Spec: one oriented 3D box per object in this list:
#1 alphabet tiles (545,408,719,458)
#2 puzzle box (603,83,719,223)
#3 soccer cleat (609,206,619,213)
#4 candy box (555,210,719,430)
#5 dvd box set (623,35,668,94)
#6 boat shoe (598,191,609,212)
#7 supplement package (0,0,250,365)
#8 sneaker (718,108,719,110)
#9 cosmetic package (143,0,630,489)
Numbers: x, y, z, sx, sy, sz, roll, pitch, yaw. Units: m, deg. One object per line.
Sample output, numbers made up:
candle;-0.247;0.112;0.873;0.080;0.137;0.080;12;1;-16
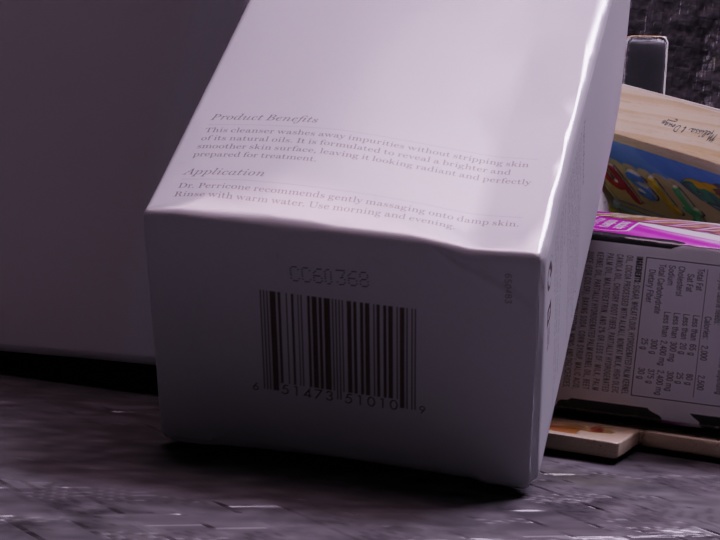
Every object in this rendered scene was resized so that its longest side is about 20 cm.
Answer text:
alphabet tiles;0.041;0.042;0.800;0.198;0.006;0.166;7;5;18
puzzle box;0.162;-0.015;0.951;0.133;0.025;0.200;46;-11;-29
soccer cleat;0.020;-0.010;1.018;0.198;0.065;0.084;7;6;7
candy box;0.131;0.018;0.789;0.198;0.062;0.136;8;5;12
dvd box set;0.181;-0.081;1.564;0.029;0.148;0.200;4;5;4
boat shoe;0.000;0.000;0.944;0.198;0.071;0.064;-3;-26;-12
supplement package;-0.116;-0.054;0.826;0.198;0.153;0.151;5;4;13
sneaker;0.196;-0.039;1.238;0.083;0.122;0.200;3;6;-31
cosmetic package;0.015;-0.035;0.700;0.112;0.082;0.200;8;35;12
